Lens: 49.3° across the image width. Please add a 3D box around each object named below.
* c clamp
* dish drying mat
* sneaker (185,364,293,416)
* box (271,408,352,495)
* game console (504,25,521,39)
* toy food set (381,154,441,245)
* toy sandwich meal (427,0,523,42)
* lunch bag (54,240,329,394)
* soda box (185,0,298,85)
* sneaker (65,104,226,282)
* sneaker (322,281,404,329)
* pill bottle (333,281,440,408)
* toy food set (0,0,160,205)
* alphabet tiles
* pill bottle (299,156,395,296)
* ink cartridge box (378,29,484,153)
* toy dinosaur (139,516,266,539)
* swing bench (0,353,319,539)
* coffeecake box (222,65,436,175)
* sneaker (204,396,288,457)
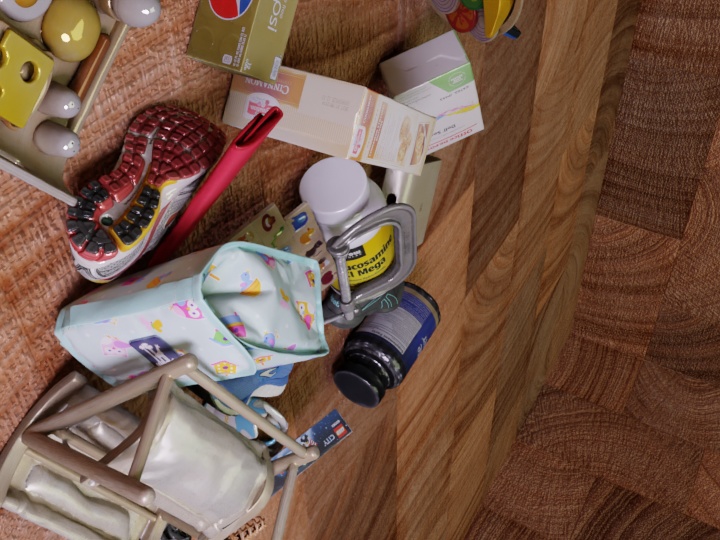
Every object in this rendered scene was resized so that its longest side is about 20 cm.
[{"bbox_3d":[0.000,0.000,0.974,0.170,0.027,0.201,-21,147,-16],"label":"c clamp"},{"bbox_3d":[-0.138,-0.070,0.712,0.200,0.018,0.077,-41,-167,43],"label":"dish drying mat"},{"bbox_3d":[-0.133,0.105,0.917,0.090,0.078,0.200,-62,165,14],"label":"sneaker"},{"bbox_3d":[-0.109,0.260,1.004,0.199,0.038,0.137,-36,172,-20],"label":"box"},{"bbox_3d":[0.184,-0.439,1.129,0.118,0.171,0.200,-49,171,22],"label":"game console"},{"bbox_3d":[0.069,-0.109,1.245,0.200,0.060,0.145,-30,134,-68],"label":"toy food set"},{"bbox_3d":[0.117,-0.372,0.982,0.070,0.205,0.206,-42,147,-22],"label":"toy sandwich meal"},{"bbox_3d":[-0.148,0.043,0.716,0.200,0.169,0.123,8,72,-63],"label":"lunch bag"},{"bbox_3d":[-0.093,-0.281,0.721,0.064,0.067,0.202,-1,109,-65],"label":"soda box"},{"bbox_3d":[-0.190,-0.072,0.692,0.200,0.078,0.082,-56,180,-37],"label":"sneaker"},{"bbox_3d":[0.019,0.025,1.189,0.200,0.075,0.080,-30,146,-57],"label":"sneaker"},{"bbox_3d":[0.042,0.121,1.285,0.200,0.111,0.112,-53,152,-34],"label":"pill bottle"},{"bbox_3d":[-0.209,-0.161,0.554,0.201,0.060,0.143,-68,157,-7],"label":"toy food set"},{"bbox_3d":[-0.110,0.008,0.912,0.167,0.008,0.200,-39,149,-10],"label":"alphabet tiles"},{"bbox_3d":[-0.014,-0.053,1.022,0.113,0.112,0.200,-60,155,-21],"label":"pill bottle"},{"bbox_3d":[0.110,-0.237,1.133,0.116,0.068,0.200,-23,153,6],"label":"ink cartridge box"},{"bbox_3d":[-0.207,0.297,0.837,0.198,0.136,0.103,6,127,-24],"label":"toy dinosaur"},{"bbox_3d":[-0.179,0.184,0.702,0.199,0.199,0.131,49,43,-42],"label":"swing bench"},{"bbox_3d":[-0.027,-0.163,0.853,0.200,0.153,0.074,-4,112,-65],"label":"coffeecake box"},{"bbox_3d":[-0.132,0.210,1.012,0.077,0.080,0.200,-65,158,-15],"label":"sneaker"}]
